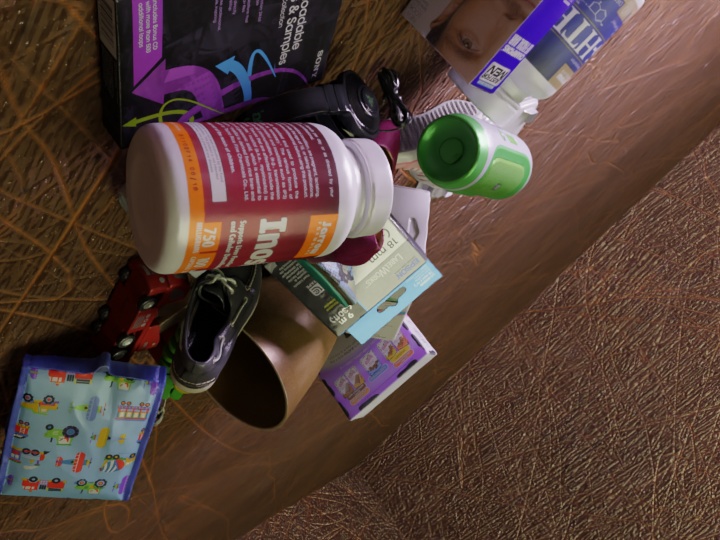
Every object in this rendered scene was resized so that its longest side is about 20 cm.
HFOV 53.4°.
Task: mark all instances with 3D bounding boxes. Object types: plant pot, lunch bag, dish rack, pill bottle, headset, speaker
[{"bbox_3d":[-0.107,0.080,0.973,0.200,0.186,0.187,-40,167,-40],"label":"plant pot"},{"bbox_3d":[-0.314,0.166,0.809,0.150,0.094,0.201,12,129,-26],"label":"lunch bag"},{"bbox_3d":[0.181,-0.186,1.068,0.171,0.044,0.200,-26,159,-36],"label":"dish rack"},{"bbox_3d":[0.197,-0.262,0.791,0.200,0.120,0.119,-46,161,20],"label":"pill bottle"},{"bbox_3d":[-0.031,-0.154,0.687,0.199,0.095,0.123,-11,173,-37],"label":"headset"},{"bbox_3d":[-0.077,-0.063,0.579,0.199,0.113,0.113,-8,148,-32],"label":"pill bottle"},{"bbox_3d":[0.138,-0.129,0.835,0.088,0.089,0.200,-46,161,22],"label":"speaker"}]

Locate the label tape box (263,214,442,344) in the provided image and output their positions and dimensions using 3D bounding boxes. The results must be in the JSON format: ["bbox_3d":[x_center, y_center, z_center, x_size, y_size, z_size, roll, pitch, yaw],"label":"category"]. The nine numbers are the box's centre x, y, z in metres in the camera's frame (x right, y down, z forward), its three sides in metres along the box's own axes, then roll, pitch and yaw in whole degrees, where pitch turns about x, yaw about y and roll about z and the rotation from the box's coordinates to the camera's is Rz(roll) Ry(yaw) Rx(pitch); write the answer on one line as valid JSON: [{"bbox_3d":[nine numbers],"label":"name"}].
[{"bbox_3d":[0.000,0.000,0.853,0.144,0.063,0.200,-41,118,7],"label":"label tape box"}]

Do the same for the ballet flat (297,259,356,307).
[{"bbox_3d":[-0.057,-0.040,0.748,0.074,0.074,0.200,-41,122,10],"label":"ballet flat"}]

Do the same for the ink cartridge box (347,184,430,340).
[{"bbox_3d":[0.036,-0.009,1.032,0.083,0.146,0.200,10,150,-4],"label":"ink cartridge box"}]

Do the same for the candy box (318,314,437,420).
[{"bbox_3d":[-0.004,0.110,1.163,0.168,0.200,0.071,-41,162,11],"label":"candy box"}]

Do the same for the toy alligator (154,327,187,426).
[{"bbox_3d":[-0.219,0.115,0.850,0.054,0.059,0.200,29,117,-27],"label":"toy alligator"}]

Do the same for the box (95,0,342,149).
[{"bbox_3d":[-0.101,-0.181,0.549,0.199,0.036,0.143,-30,161,-30],"label":"box"}]

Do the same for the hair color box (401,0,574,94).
[{"bbox_3d":[0.145,-0.280,0.665,0.200,0.110,0.065,-48,159,27],"label":"hair color box"}]

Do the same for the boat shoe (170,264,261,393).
[{"bbox_3d":[-0.149,0.032,0.773,0.063,0.072,0.201,122,-14,-56],"label":"boat shoe"}]

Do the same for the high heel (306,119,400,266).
[{"bbox_3d":[0.021,-0.084,0.725,0.067,0.096,0.201,46,56,-35],"label":"high heel"}]

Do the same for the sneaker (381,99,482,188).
[{"bbox_3d":[0.075,-0.139,0.894,0.200,0.075,0.105,-28,143,-39],"label":"sneaker"}]

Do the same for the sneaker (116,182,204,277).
[{"bbox_3d":[-0.171,-0.053,0.686,0.071,0.073,0.200,-45,172,-8],"label":"sneaker"}]

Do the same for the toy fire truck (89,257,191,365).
[{"bbox_3d":[-0.235,0.056,0.835,0.141,0.049,0.200,-15,150,-52],"label":"toy fire truck"}]
